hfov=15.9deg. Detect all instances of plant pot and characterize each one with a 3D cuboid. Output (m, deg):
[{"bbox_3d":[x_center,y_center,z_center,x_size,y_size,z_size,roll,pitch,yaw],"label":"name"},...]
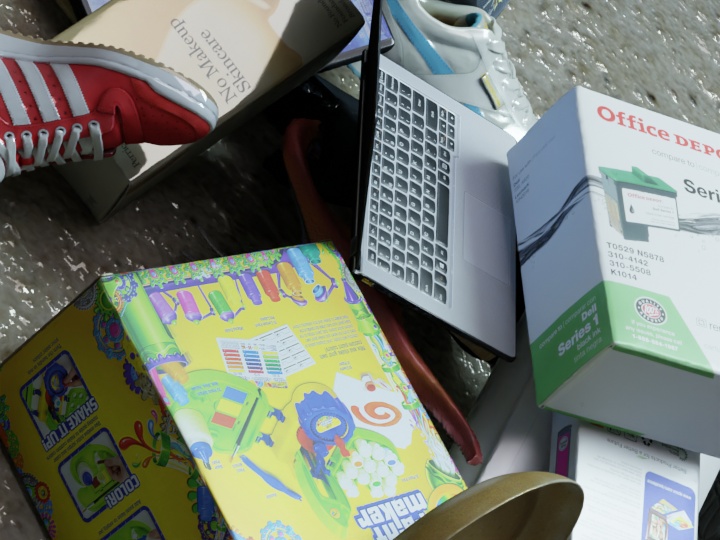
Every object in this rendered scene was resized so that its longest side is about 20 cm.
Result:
[{"bbox_3d":[0.039,0.176,1.417,0.027,0.200,0.200,49,32,21],"label":"plant pot"}]

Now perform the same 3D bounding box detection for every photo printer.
[{"bbox_3d":[0.148,0.111,1.636,0.166,0.069,0.200,38,65,-20],"label":"photo printer"}]

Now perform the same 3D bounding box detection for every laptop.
[{"bbox_3d":[0.053,-0.082,1.542,0.200,0.116,0.188,29,43,-27],"label":"laptop"}]

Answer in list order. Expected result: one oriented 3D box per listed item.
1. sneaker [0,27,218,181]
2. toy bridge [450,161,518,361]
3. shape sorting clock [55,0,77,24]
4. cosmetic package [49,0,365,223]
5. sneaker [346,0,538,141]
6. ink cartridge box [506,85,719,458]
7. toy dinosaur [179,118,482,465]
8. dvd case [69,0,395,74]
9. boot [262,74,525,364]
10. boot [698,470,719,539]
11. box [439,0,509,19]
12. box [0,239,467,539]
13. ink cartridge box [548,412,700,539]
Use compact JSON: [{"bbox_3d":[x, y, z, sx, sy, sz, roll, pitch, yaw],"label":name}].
[{"bbox_3d":[-0.186,-0.072,1.435,0.200,0.071,0.113,12,64,3],"label":"sneaker"},{"bbox_3d":[0.101,-0.033,1.670,0.067,0.027,0.200,41,50,-12],"label":"toy bridge"},{"bbox_3d":[-0.119,-0.221,1.675,0.200,0.039,0.200,7,72,-21],"label":"shape sorting clock"},{"bbox_3d":[-0.106,-0.129,1.565,0.200,0.071,0.105,-39,89,-29],"label":"cosmetic package"},{"bbox_3d":[0.075,-0.124,1.729,0.200,0.081,0.077,37,18,-18],"label":"sneaker"},{"bbox_3d":[0.178,0.000,1.589,0.146,0.084,0.200,16,50,-27],"label":"ink cartridge box"},{"bbox_3d":[0.000,0.000,1.564,0.105,0.200,0.182,-45,139,-45],"label":"toy dinosaur"},{"bbox_3d":[-0.088,-0.180,1.644,0.200,0.018,0.143,-20,84,-27],"label":"dvd case"},{"bbox_3d":[0.021,-0.035,1.684,0.168,0.076,0.200,18,39,-43],"label":"boot"},{"bbox_3d":[0.279,0.133,1.847,0.132,0.070,0.200,29,51,-33],"label":"boot"},{"bbox_3d":[0.008,-0.258,1.745,0.200,0.158,0.051,29,66,22],"label":"box"},{"bbox_3d":[-0.069,0.103,1.422,0.200,0.122,0.193,-9,65,-52],"label":"box"},{"bbox_3d":[0.156,0.179,1.540,0.095,0.037,0.200,23,54,-25],"label":"ink cartridge box"}]
